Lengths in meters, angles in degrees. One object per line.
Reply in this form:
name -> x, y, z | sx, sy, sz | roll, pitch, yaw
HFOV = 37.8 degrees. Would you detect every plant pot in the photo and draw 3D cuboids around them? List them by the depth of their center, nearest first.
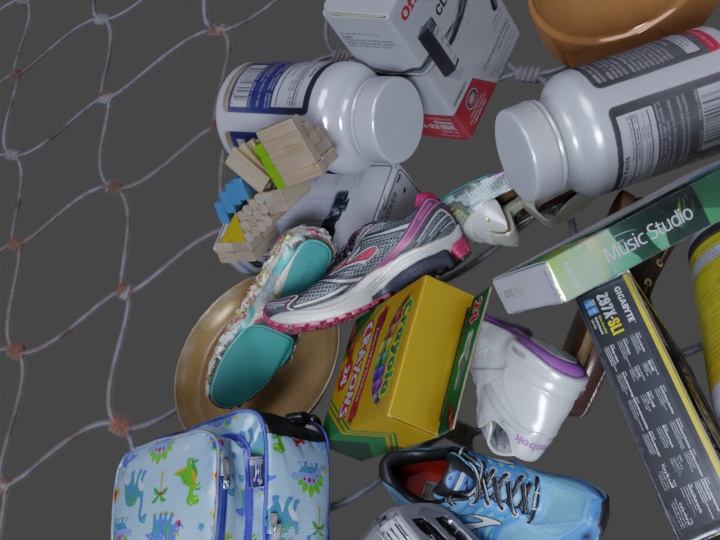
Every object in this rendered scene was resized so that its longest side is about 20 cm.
plant pot -> 0.243, -0.317, 1.031 | 0.199, 0.140, 0.201 | -16, 55, 24
plant pot -> -0.101, 0.094, 1.069 | 0.199, 0.027, 0.201 | -16, 55, 24

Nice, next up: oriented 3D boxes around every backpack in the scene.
backpack -> -0.122, 0.231, 0.898 | 0.183, 0.147, 0.201 | -21, 67, 38

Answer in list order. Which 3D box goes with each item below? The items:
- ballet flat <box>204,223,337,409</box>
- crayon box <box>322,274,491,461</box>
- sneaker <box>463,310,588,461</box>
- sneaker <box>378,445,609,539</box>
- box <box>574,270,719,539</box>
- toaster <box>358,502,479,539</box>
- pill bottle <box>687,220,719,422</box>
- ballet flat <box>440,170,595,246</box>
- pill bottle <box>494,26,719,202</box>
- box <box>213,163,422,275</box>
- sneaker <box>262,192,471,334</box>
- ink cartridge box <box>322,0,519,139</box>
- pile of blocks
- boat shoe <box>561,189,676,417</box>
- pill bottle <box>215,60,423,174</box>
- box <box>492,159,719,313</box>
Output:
ballet flat -> -0.088, 0.043, 1.025 | 0.200, 0.075, 0.064 | -56, 26, 5
crayon box -> 0.033, 0.084, 0.896 | 0.200, 0.051, 0.127 | -37, 32, 62
sneaker -> 0.112, 0.091, 0.864 | 0.200, 0.075, 0.100 | -137, 67, -75
sneaker -> 0.098, 0.183, 0.837 | 0.199, 0.090, 0.079 | 1, 62, 33
box -> 0.229, 0.120, 0.745 | 0.049, 0.160, 0.201 | -27, 49, 15
toaster -> 0.046, 0.263, 0.779 | 0.200, 0.113, 0.129 | 43, 104, 33
pill bottle -> 0.308, 0.056, 0.767 | 0.112, 0.112, 0.201 | -15, 54, 25
ballet flat -> 0.154, -0.064, 0.980 | 0.199, 0.069, 0.071 | -26, 54, 12
pill bottle -> 0.221, -0.128, 0.898 | 0.199, 0.111, 0.111 | -19, 48, -10
box -> -0.046, -0.051, 1.103 | 0.199, 0.060, 0.117 | 3, 63, 35
sneaker -> 0.000, 0.000, 0.975 | 0.199, 0.081, 0.075 | -26, 85, -3
ink cartridge box -> 0.067, -0.249, 1.061 | 0.083, 0.200, 0.145 | 12, 69, 38
pile of blocks -> -0.088, -0.086, 1.019 | 0.200, 0.082, 0.062 | -48, -1, 42
boat shoe -> 0.217, 0.032, 0.873 | 0.070, 0.070, 0.201 | 23, 79, -1
pill bottle -> -0.040, -0.153, 1.055 | 0.199, 0.111, 0.111 | 9, 67, 38
box -> 0.205, -0.030, 0.783 | 0.199, 0.144, 0.036 | -29, 89, -10
